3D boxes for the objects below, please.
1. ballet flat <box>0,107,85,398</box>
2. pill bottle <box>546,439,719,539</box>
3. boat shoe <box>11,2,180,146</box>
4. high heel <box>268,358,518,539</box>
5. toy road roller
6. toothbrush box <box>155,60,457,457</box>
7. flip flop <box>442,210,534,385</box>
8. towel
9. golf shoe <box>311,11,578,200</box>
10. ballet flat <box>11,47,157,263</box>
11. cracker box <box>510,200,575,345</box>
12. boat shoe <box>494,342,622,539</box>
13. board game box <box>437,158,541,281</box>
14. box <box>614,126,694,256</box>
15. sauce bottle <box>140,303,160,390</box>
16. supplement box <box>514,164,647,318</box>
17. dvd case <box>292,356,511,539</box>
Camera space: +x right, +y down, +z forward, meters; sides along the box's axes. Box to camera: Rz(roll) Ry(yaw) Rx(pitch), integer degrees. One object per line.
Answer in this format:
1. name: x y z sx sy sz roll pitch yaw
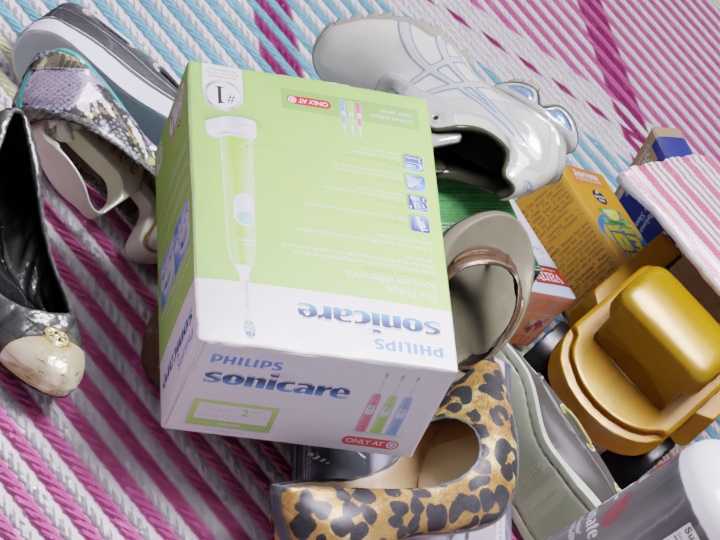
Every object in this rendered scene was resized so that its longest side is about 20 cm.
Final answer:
1. ballet flat: -0.190 -0.012 1.468 0.066 0.057 0.200 20 34 -41
2. pill bottle: 0.197 0.170 1.598 0.111 0.200 0.111 44 23 -25
3. boat shoe: -0.126 -0.092 1.678 0.199 0.074 0.068 36 39 3
4. high heel: 0.021 0.101 1.502 0.143 0.071 0.200 48 50 -34
5. toy road roller: 0.211 0.049 1.838 0.123 0.146 0.200 48 55 7
6. toothbrush box: -0.034 -0.007 1.487 0.145 0.086 0.200 7 49 -16
7. flip flop: 0.065 0.021 1.611 0.081 0.057 0.200 64 32 -7
8. towel: 0.259 -0.018 1.907 0.146 0.030 0.200 49 21 13
9. golf shoe: 0.045 -0.109 1.804 0.200 0.078 0.097 25 34 18
10. ballet flat: -0.135 -0.045 1.608 0.200 0.072 0.072 44 23 -22
11. cracker box: 0.050 -0.043 1.892 0.134 0.058 0.200 11 40 -48
12. boat shoe: 0.109 0.114 1.729 0.202 0.072 0.061 59 23 14
13. board game box: 0.015 -0.033 1.775 0.199 0.023 0.105 1 46 -27
14. box: 0.245 0.001 2.048 0.032 0.121 0.200 2 44 -30
15. sauce bottle: -0.039 0.061 1.580 0.200 0.066 0.066 18 35 -43
16. supplement box: 0.190 0.014 2.012 0.066 0.069 0.200 11 40 -52
17. dvd case: 0.029 0.095 1.592 0.200 0.016 0.149 29 53 -46
